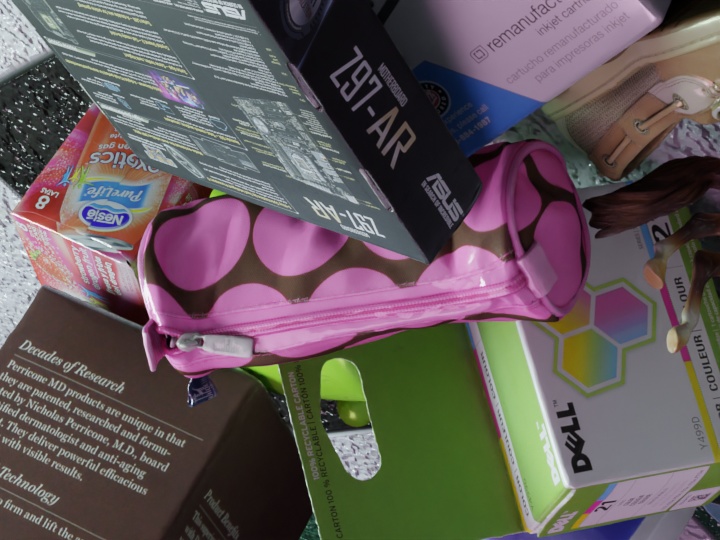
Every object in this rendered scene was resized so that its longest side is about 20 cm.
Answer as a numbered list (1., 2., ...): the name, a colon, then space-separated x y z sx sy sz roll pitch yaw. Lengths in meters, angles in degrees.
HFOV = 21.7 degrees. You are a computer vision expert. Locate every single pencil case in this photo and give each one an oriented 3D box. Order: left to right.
1. pencil case: 0.000 0.000 0.842 0.199 0.094 0.091 -13 106 20

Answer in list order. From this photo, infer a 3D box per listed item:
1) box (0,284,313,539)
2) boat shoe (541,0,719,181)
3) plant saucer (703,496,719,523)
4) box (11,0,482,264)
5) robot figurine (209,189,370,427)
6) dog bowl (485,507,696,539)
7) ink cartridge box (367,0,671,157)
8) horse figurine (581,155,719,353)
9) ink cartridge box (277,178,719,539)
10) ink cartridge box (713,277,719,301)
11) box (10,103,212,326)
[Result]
1. box: -0.151 0.153 1.105 0.163 0.201 0.166 20 156 24
2. boat shoe: 0.139 -0.081 0.767 0.063 0.073 0.200 55 155 -7
3. plant saucer: 0.280 0.169 1.025 0.199 0.028 0.200 32 175 3
4. box: -0.061 -0.089 0.783 0.199 0.044 0.160 20 155 45
5. robot figurine: -0.017 0.015 1.061 0.199 0.116 0.176 0 131 48
6. dog bowl: 0.095 0.120 1.018 0.079 0.200 0.200 42 152 -12
7. ink cartridge box: 0.016 -0.156 0.756 0.200 0.084 0.144 42 136 -14
8. horse figurine: 0.197 0.013 0.844 0.200 0.132 0.050 45 145 4
9. ink cartridge box: 0.069 0.048 0.884 0.199 0.149 0.076 -8 158 -17
10. ink cartridge box: 0.247 0.071 0.950 0.200 0.042 0.119 41 153 -9
11. box: -0.136 0.001 1.187 0.095 0.100 0.200 22 151 21
